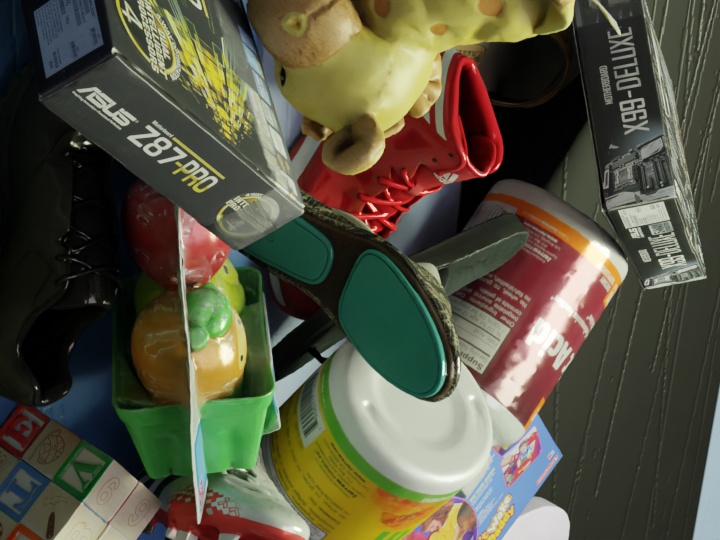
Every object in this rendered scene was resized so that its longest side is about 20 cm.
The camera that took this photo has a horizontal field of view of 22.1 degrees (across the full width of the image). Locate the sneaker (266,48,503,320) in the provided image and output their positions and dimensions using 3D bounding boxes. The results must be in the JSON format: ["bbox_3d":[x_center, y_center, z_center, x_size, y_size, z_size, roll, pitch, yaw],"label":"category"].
[{"bbox_3d":[0.015,-0.049,1.130,0.078,0.115,0.201,-2,112,-49],"label":"sneaker"}]

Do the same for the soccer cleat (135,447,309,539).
[{"bbox_3d":[-0.081,0.124,1.071,0.068,0.200,0.086,27,77,-22],"label":"soccer cleat"}]

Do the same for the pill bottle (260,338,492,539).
[{"bbox_3d":[-0.017,0.130,1.141,0.111,0.111,0.200,-14,156,-45],"label":"pill bottle"}]

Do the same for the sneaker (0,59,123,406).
[{"bbox_3d":[-0.155,-0.022,0.968,0.076,0.091,0.201,4,106,-45],"label":"sneaker"}]

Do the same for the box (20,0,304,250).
[{"bbox_3d":[-0.106,-0.127,0.891,0.049,0.201,0.161,-28,143,15],"label":"box"}]

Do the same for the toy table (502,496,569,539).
[{"bbox_3d":[0.133,0.278,1.456,0.200,0.117,0.184,-47,140,-22],"label":"toy table"}]

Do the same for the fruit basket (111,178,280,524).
[{"bbox_3d":[-0.088,0.004,1.003,0.093,0.186,0.201,0,121,-8],"label":"fruit basket"}]

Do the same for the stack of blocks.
[{"bbox_3d":[-0.199,0.185,1.015,0.200,0.115,0.059,-54,141,-14],"label":"stack of blocks"}]

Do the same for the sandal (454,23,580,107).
[{"bbox_3d":[0.108,-0.145,1.230,0.200,0.054,0.082,-6,116,-55],"label":"sandal"}]

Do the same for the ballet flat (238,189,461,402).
[{"bbox_3d":[0.000,0.000,1.078,0.075,0.200,0.068,-14,135,-52],"label":"ballet flat"}]

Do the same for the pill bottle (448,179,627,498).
[{"bbox_3d":[0.088,0.048,1.272,0.200,0.114,0.114,-56,142,-10],"label":"pill bottle"}]

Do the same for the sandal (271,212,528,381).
[{"bbox_3d":[0.029,0.025,1.169,0.200,0.048,0.075,-28,163,-18],"label":"sandal"}]

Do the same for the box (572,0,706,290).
[{"bbox_3d":[0.191,-0.089,1.253,0.200,0.049,0.159,43,38,-68],"label":"box"}]

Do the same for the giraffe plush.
[{"bbox_3d":[0.011,-0.145,0.965,0.162,0.200,0.173,-41,-175,13],"label":"giraffe plush"}]

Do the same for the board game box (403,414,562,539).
[{"bbox_3d":[0.059,0.174,1.367,0.200,0.045,0.135,-51,141,-16],"label":"board game box"}]
